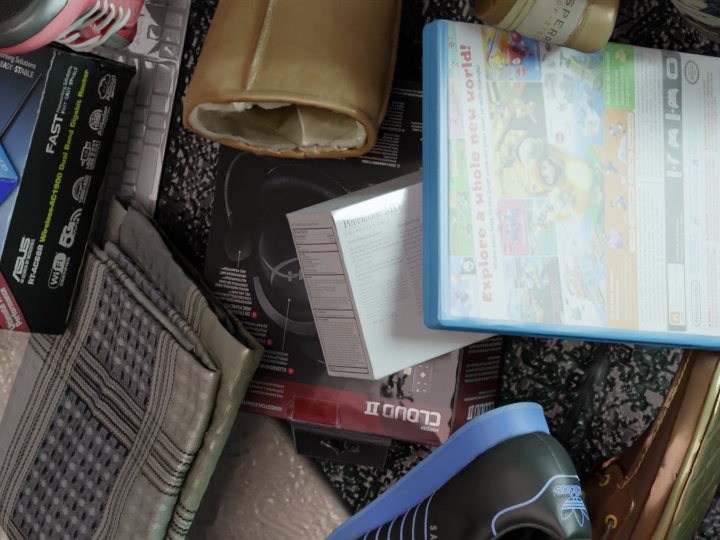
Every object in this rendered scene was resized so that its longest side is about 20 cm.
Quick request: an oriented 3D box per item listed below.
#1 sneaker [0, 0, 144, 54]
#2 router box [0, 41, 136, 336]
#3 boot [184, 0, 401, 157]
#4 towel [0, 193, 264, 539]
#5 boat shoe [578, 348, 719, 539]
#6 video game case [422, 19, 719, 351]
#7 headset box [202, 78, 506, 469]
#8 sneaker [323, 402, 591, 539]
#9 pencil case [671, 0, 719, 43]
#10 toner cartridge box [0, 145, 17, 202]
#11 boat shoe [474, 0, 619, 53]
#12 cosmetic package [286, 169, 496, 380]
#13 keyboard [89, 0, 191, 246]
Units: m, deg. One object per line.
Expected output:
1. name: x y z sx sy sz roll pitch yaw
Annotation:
1. sneaker: -0.137 -0.143 1.273 0.074 0.200 0.087 -22 113 16
2. router box: -0.224 -0.065 1.374 0.200 0.062 0.150 20 97 39
3. boot: -0.056 -0.156 1.282 0.174 0.066 0.201 2 59 22
4. towel: -0.133 0.078 1.324 0.193 0.034 0.201 45 116 53
5. boat shoe: 0.130 0.124 1.265 0.067 0.072 0.201 25 101 17
6. video game case: 0.120 -0.037 1.211 0.018 0.199 0.144 -16 71 61
7. headset box: 0.000 0.000 1.311 0.148 0.077 0.201 8 94 21
8. sneaker: 0.036 0.151 1.275 0.200 0.070 0.078 -47 55 35
9. pencil case: 0.171 -0.161 1.179 0.077 0.200 0.090 7 88 12
10. toner cartridge box: -0.267 -0.019 1.336 0.200 0.043 0.095 -46 61 27
11. boat shoe: 0.108 -0.173 1.233 0.066 0.200 0.074 29 137 -8
12. cosmetic package: 0.067 -0.017 1.225 0.051 0.199 0.083 4 109 60
13. keyboard: -0.130 -0.084 1.396 0.056 0.011 0.201 12 95 21
